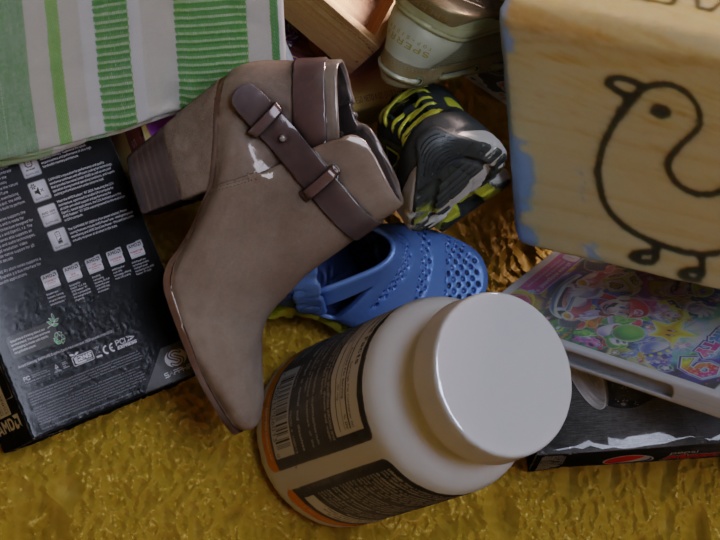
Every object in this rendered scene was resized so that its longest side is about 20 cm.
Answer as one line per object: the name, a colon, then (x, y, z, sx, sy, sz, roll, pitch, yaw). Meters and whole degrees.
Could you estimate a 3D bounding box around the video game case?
video game case: (0.193, 0.032, 1.526, 0.143, 0.199, 0.018, -35, 133, -45)

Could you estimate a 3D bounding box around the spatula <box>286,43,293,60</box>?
spatula: (-0.049, -0.130, 1.457, 0.056, 0.021, 0.201, -23, 85, -35)

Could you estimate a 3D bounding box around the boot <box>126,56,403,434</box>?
boot: (-0.044, -0.020, 1.381, 0.070, 0.145, 0.201, -52, 122, -76)

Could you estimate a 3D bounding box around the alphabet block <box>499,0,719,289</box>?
alphabet block: (0.215, -0.123, 1.479, 0.196, 0.198, 0.197, 81, 30, -43)

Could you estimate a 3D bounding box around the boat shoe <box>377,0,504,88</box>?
boat shoe: (0.066, -0.149, 1.506, 0.073, 0.063, 0.200, 33, 17, 13)

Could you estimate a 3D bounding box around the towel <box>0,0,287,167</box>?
towel: (-0.132, -0.150, 1.358, 0.199, 0.023, 0.154, -18, 123, -27)

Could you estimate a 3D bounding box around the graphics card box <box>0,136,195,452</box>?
graphics card box: (-0.185, -0.009, 1.387, 0.125, 0.051, 0.201, -22, 87, -35)

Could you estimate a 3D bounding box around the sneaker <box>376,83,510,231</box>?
sneaker: (0.039, -0.074, 1.457, 0.074, 0.200, 0.085, -37, 82, 1)

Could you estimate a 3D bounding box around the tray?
tray: (-0.057, -0.220, 1.464, 0.200, 0.037, 0.099, 41, 43, -14)

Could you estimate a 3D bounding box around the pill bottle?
pill bottle: (0.030, 0.081, 1.404, 0.116, 0.200, 0.117, 9, 72, -30)

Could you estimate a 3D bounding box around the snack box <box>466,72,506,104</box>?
snack box: (0.103, -0.178, 1.624, 0.199, 0.037, 0.117, 32, 62, -21)

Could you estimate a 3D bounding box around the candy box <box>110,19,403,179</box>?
candy box: (-0.078, -0.134, 1.488, 0.199, 0.056, 0.118, -14, 82, -35)

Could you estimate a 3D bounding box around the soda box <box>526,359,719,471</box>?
soda box: (0.205, 0.085, 1.541, 0.198, 0.063, 0.071, -4, 78, -3)

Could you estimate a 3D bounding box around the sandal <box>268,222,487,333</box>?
sandal: (0.000, 0.000, 1.479, 0.199, 0.087, 0.080, 3, 72, -33)
